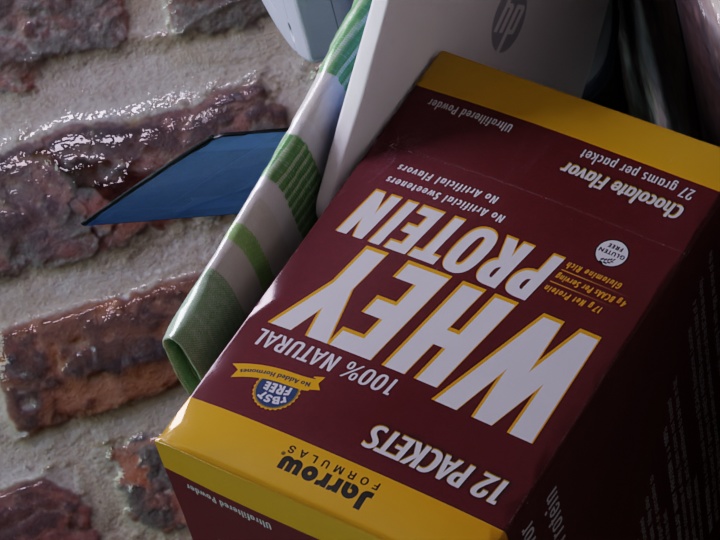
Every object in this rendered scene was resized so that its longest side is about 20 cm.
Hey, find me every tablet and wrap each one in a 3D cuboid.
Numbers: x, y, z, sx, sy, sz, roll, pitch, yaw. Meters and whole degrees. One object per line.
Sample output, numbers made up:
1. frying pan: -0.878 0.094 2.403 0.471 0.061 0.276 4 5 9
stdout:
1. tablet: 0.048 -0.082 1.079 0.200 0.014 0.131 -6 -65 -62

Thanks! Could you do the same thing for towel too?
1. towel: -0.008 -0.013 1.058 0.201 0.023 0.153 -61 -29 -25

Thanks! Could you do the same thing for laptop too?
1. laptop: 0.000 0.000 1.272 0.200 0.116 0.187 50 155 -7

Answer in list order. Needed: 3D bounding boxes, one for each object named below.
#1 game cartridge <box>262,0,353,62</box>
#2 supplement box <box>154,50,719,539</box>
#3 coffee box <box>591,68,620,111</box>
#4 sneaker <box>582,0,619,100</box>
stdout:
1. game cartridge: -0.042 -0.181 1.284 0.200 0.041 0.134 -118 16 -59
2. supplement box: 0.048 0.068 1.024 0.200 0.132 0.198 -54 -29 -28
3. coffee box: 0.058 -0.126 1.294 0.201 0.114 0.080 74 179 -45
4. sneaker: 0.071 -0.137 1.166 0.082 0.070 0.201 -80 -20 -48
